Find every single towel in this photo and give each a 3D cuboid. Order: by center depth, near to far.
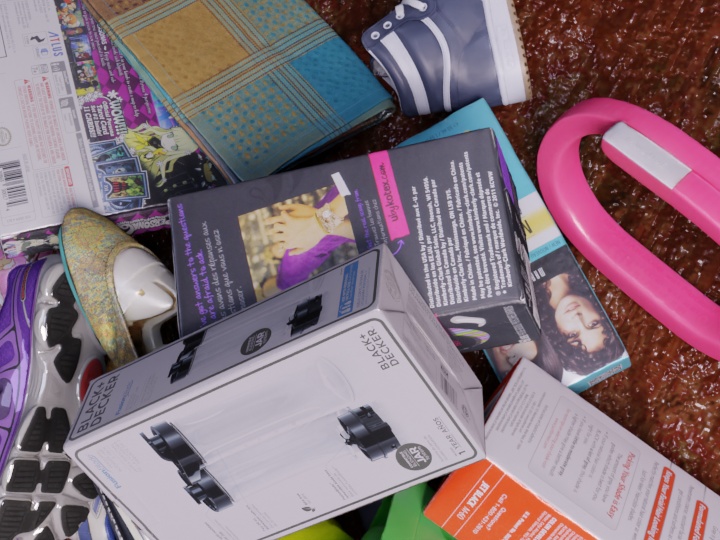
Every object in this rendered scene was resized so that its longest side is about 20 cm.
[{"bbox_3d":[-0.087,-0.155,0.813,0.146,0.022,0.200,-32,71,-27],"label":"towel"}]

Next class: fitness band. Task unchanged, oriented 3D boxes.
[{"bbox_3d":[0.188,-0.022,0.688,0.037,0.144,0.200,-40,68,-16],"label":"fitness band"}]

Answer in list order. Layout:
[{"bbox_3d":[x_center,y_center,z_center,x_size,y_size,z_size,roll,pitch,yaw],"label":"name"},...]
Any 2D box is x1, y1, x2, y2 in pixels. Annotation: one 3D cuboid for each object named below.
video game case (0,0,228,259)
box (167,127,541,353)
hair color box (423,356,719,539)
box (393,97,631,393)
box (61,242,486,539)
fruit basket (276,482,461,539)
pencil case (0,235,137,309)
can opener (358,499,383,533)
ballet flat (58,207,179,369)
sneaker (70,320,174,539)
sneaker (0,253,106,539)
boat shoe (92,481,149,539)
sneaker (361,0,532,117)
[{"bbox_3d":[-0.180,-0.116,0.805,0.181,0.036,0.200,-13,65,-16],"label":"video game case"},{"bbox_3d":[0.000,0.000,0.688,0.199,0.122,0.106,-11,74,12],"label":"box"},{"bbox_3d":[0.146,0.151,0.653,0.200,0.111,0.064,35,122,6],"label":"hair color box"},{"bbox_3d":[0.096,-0.008,0.757,0.082,0.049,0.200,-29,73,7],"label":"box"},{"bbox_3d":[-0.046,0.080,0.617,0.200,0.117,0.060,-26,29,20],"label":"box"},{"bbox_3d":[-0.025,0.209,0.668,0.215,0.156,0.216,5,116,10],"label":"fruit basket"},{"bbox_3d":[-0.254,0.018,0.824,0.199,0.083,0.087,-20,74,9],"label":"pencil case"},{"bbox_3d":[-0.005,0.114,0.767,0.067,0.053,0.201,-32,70,40],"label":"can opener"},{"bbox_3d":[-0.126,0.046,0.715,0.071,0.071,0.201,-21,88,9],"label":"ballet flat"},{"bbox_3d":[-0.146,0.106,0.791,0.088,0.075,0.200,36,98,10],"label":"sneaker"},{"bbox_3d":[-0.214,0.090,0.744,0.083,0.081,0.201,0,76,36],"label":"sneaker"},{"bbox_3d":[-0.131,0.199,0.735,0.062,0.075,0.200,-23,101,10],"label":"boat shoe"},{"bbox_3d":[0.048,-0.203,0.799,0.108,0.070,0.201,-13,79,9],"label":"sneaker"}]
